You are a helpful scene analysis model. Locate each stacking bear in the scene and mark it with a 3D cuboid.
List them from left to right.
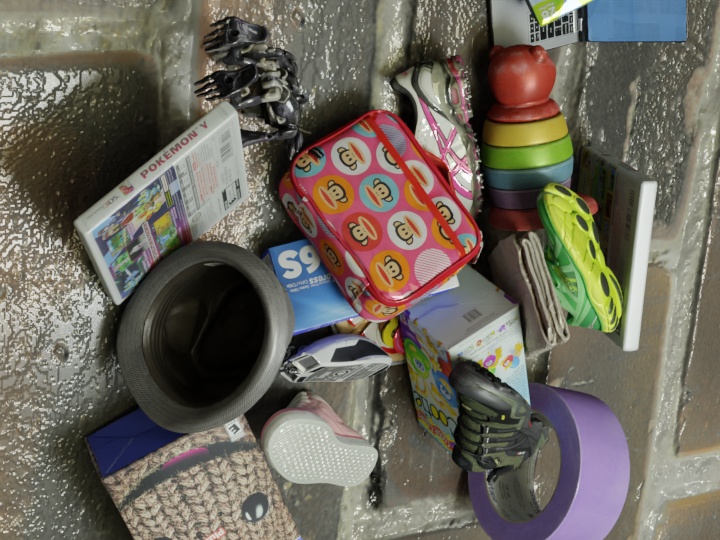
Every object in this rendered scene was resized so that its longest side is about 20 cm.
[{"bbox_3d":[0.189,-0.156,1.540,0.113,0.121,0.202,-23,112,-41],"label":"stacking bear"}]

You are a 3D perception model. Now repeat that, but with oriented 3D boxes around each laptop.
[{"bbox_3d":[0.252,-0.336,1.522,0.199,0.116,0.189,-17,114,-26],"label":"laptop"}]

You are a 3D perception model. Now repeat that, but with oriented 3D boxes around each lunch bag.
[{"bbox_3d":[0.030,-0.064,1.441,0.176,0.082,0.201,-33,82,-26],"label":"lunch bag"}]

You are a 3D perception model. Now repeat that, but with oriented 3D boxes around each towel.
[{"bbox_3d":[0.186,0.031,1.538,0.034,0.200,0.134,-15,82,-5],"label":"towel"}]

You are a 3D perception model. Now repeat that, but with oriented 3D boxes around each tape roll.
[{"bbox_3d":[0.225,0.241,1.648,0.084,0.200,0.202,15,98,-34],"label":"tape roll"}]

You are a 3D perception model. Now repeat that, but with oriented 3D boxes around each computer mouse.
[{"bbox_3d":[-0.053,0.095,1.499,0.199,0.109,0.044,1,66,-40],"label":"computer mouse"}]

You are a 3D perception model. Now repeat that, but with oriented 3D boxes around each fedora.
[{"bbox_3d":[-0.142,0.064,1.378,0.200,0.177,0.090,-47,161,20],"label":"fedora"}]

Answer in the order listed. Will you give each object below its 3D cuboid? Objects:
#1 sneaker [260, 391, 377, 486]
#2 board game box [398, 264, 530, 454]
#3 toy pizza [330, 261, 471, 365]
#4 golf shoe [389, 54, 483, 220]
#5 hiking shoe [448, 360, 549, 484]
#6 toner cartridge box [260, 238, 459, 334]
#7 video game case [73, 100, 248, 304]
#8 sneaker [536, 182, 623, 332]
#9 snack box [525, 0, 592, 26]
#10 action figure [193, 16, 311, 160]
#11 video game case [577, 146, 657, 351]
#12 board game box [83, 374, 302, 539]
[{"bbox_3d":[-0.068,0.177,1.489,0.076,0.104,0.200,-55,146,4],"label":"sneaker"},{"bbox_3d":[0.122,0.113,1.573,0.104,0.103,0.201,-30,133,-21],"label":"board game box"},{"bbox_3d":[0.051,0.017,1.565,0.199,0.032,0.202,-11,111,-29],"label":"toy pizza"},{"bbox_3d":[0.088,-0.142,1.522,0.091,0.073,0.201,-11,119,4],"label":"golf shoe"},{"bbox_3d":[0.139,0.176,1.498,0.101,0.076,0.200,-50,138,-5],"label":"hiking shoe"},{"bbox_3d":[0.000,0.000,1.481,0.198,0.043,0.096,-16,86,-18],"label":"toner cartridge box"},{"bbox_3d":[-0.187,-0.061,1.319,0.182,0.023,0.200,-41,167,-14],"label":"video game case"},{"bbox_3d":[0.228,-0.005,1.506,0.201,0.083,0.074,64,34,-32],"label":"sneaker"},{"bbox_3d":[0.223,-0.391,1.458,0.168,0.068,0.201,-27,112,8],"label":"snack box"},{"bbox_3d":[-0.111,-0.180,1.356,0.200,0.101,0.120,45,44,-72],"label":"action figure"},{"bbox_3d":[0.295,-0.030,1.613,0.023,0.182,0.202,-2,108,-13],"label":"video game case"},{"bbox_3d":[-0.174,0.236,1.443,0.159,0.097,0.201,-28,119,-10],"label":"board game box"}]
